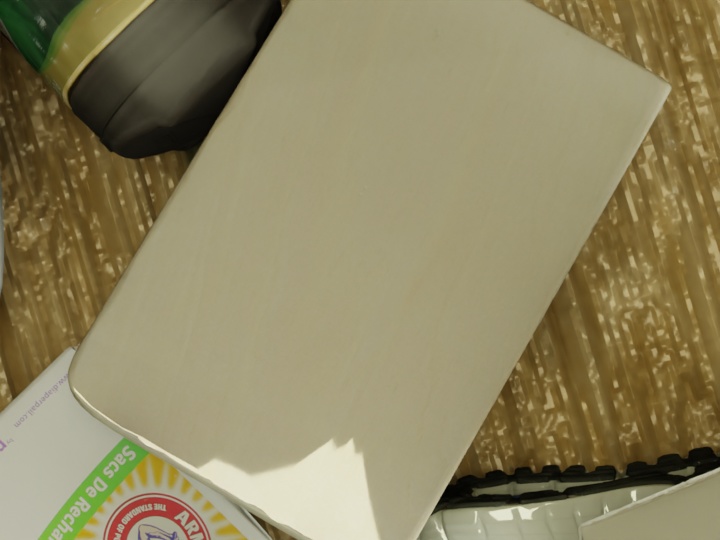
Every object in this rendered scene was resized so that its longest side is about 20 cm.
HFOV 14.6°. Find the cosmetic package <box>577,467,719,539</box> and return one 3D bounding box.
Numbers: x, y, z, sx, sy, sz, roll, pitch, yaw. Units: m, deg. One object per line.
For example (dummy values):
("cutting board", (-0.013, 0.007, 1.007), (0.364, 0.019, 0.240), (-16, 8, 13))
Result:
("cosmetic package", (0.157, 0.160, 0.950), (0.103, 0.073, 0.201), (-21, 122, 8))

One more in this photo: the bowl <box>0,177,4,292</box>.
("bowl", (-0.223, -0.061, 0.988), (0.198, 0.201, 0.075), (2, 47, 2))

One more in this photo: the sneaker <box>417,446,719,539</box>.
("sneaker", (0.120, 0.114, 1.014), (0.198, 0.079, 0.090), (-6, 98, 9))

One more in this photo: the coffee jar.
("coffee jar", (-0.114, -0.131, 1.010), (0.085, 0.104, 0.200), (-42, 88, -2))

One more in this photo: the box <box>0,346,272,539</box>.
("box", (-0.138, 0.139, 0.960), (0.101, 0.113, 0.200), (43, 62, 3))

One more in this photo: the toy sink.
("toy sink", (0.000, 0.000, 0.984), (0.130, 0.112, 0.201), (29, 76, 3))
